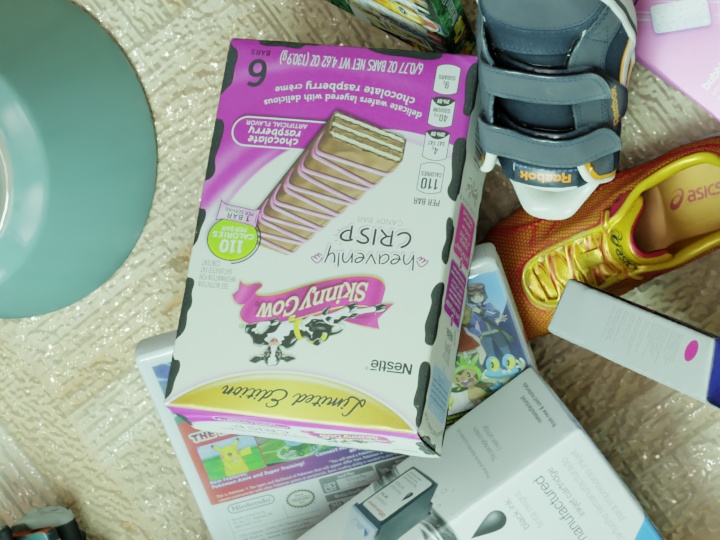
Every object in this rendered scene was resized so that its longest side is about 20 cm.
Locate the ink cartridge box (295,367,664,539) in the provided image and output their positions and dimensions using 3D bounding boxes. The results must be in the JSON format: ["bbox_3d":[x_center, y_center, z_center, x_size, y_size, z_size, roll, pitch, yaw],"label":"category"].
[{"bbox_3d":[0.059,0.173,1.483,0.200,0.086,0.146,-37,116,0],"label":"ink cartridge box"}]

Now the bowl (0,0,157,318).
[{"bbox_3d":[-0.224,-0.060,1.571,0.201,0.105,0.201,4,102,17],"label":"bowl"}]

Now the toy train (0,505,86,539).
[{"bbox_3d":[-0.172,0.233,1.614,0.085,0.114,0.200,-16,95,30],"label":"toy train"}]

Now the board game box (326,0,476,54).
[{"bbox_3d":[0.002,-0.153,1.429,0.105,0.200,0.023,31,87,11],"label":"board game box"}]

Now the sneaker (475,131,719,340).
[{"bbox_3d":[0.125,-0.017,1.482,0.200,0.077,0.073,-31,93,23],"label":"sneaker"}]

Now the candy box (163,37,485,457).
[{"bbox_3d":[-0.014,-0.013,1.440,0.136,0.061,0.200,5,76,15],"label":"candy box"}]

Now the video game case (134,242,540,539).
[{"bbox_3d":[0.002,0.088,1.519,0.200,0.023,0.182,-15,120,9],"label":"video game case"}]

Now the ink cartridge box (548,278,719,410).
[{"bbox_3d":[0.177,0.051,1.382,0.095,0.200,0.037,21,94,-25],"label":"ink cartridge box"}]

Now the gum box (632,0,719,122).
[{"bbox_3d":[0.207,-0.173,1.424,0.113,0.066,0.200,39,111,6],"label":"gum box"}]

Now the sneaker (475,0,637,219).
[{"bbox_3d":[0.096,-0.089,1.400,0.078,0.200,0.079,9,70,16],"label":"sneaker"}]
